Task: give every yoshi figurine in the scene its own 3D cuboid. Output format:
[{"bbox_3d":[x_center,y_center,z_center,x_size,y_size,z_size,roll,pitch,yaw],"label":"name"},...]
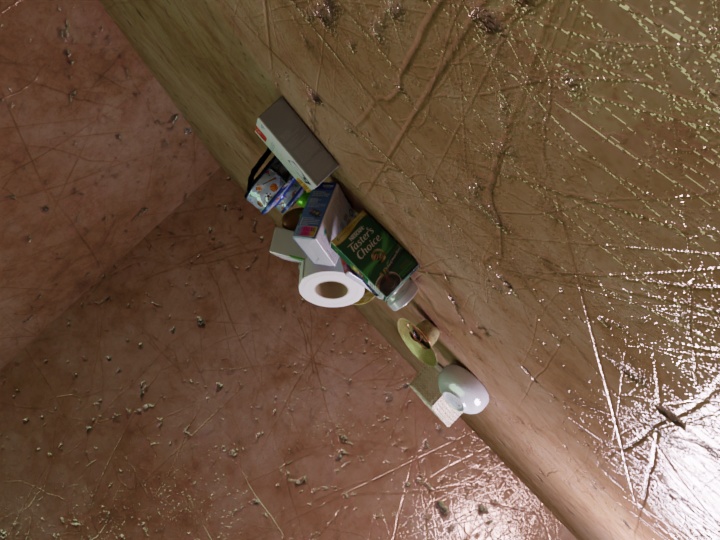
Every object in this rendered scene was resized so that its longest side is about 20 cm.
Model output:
[{"bbox_3d":[-0.147,-0.205,1.609,0.114,0.111,0.200,65,170,-16],"label":"yoshi figurine"}]

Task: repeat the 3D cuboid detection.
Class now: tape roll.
[{"bbox_3d":[-0.085,0.029,1.594,0.203,0.198,0.072,57,-152,-52],"label":"tape roll"}]

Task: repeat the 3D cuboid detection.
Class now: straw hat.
[{"bbox_3d":[0.211,0.209,1.748,0.201,0.085,0.202,45,159,22],"label":"straw hat"}]

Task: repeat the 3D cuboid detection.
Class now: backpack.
[{"bbox_3d":[-0.236,-0.247,1.527,0.154,0.190,0.200,46,172,-5],"label":"backpack"}]

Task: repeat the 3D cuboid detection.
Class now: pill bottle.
[{"bbox_3d":[0.057,0.002,1.431,0.201,0.116,0.116,49,172,-9],"label":"pill bottle"}]

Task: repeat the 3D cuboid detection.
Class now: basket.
[{"bbox_3d":[0.348,0.533,2.351,0.199,0.161,0.200,51,173,-36],"label":"basket"}]

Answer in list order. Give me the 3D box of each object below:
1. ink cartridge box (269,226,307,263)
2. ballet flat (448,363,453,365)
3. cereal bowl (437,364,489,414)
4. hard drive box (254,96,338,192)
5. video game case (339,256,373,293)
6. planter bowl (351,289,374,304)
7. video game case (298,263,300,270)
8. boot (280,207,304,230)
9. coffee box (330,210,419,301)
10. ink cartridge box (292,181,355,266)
[{"bbox_3d":[-0.198,-0.071,1.752,0.142,0.086,0.200,14,176,6],"label":"ink cartridge box"},{"bbox_3d":[0.383,0.440,2.024,0.200,0.074,0.074,48,172,-4],"label":"ballet flat"},{"bbox_3d":[0.350,0.433,1.899,0.199,0.083,0.202,35,150,24],"label":"cereal bowl"},{"bbox_3d":[-0.154,-0.291,1.277,0.201,0.077,0.156,49,172,-10],"label":"hard drive box"},{"bbox_3d":[-0.016,-0.037,1.526,0.142,0.017,0.202,34,-151,-42],"label":"video game case"},{"bbox_3d":[0.000,0.000,1.704,0.200,0.202,0.083,44,-152,16],"label":"planter bowl"},{"bbox_3d":[-0.108,0.009,1.834,0.196,0.023,0.182,8,-174,-12],"label":"video game case"},{"bbox_3d":[-0.135,-0.133,1.673,0.197,0.078,0.155,6,-161,-33],"label":"boot"},{"bbox_3d":[0.033,-0.038,1.328,0.200,0.123,0.044,46,168,11],"label":"coffee box"},{"bbox_3d":[-0.085,-0.132,1.390,0.075,0.203,0.137,9,154,27],"label":"ink cartridge box"}]
